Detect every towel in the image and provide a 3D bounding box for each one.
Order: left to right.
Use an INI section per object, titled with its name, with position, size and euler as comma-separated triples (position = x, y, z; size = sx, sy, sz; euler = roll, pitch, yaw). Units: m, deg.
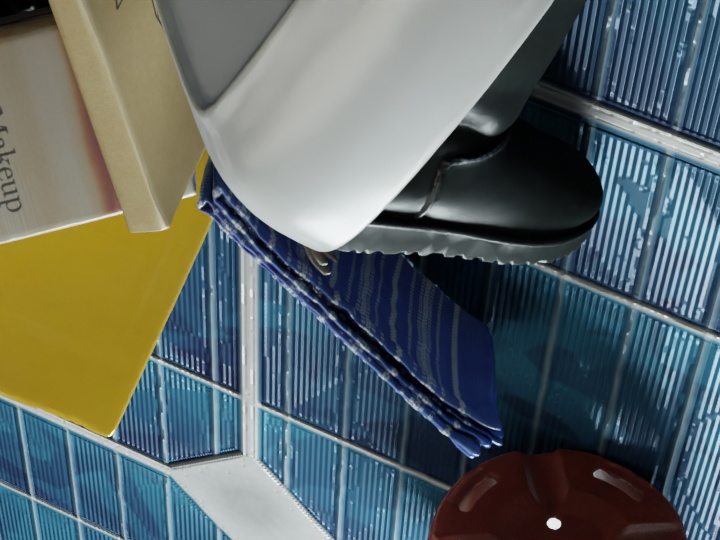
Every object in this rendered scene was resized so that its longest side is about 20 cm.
[towel]
position = 0.000, 0.000, 1.100
size = 0.024, 0.145, 0.200
euler = -42, 105, 18

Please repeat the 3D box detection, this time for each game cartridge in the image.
[game cartridge]
position = -0.187, -0.027, 1.120
size = 0.199, 0.177, 0.032
euler = 23, -168, -14

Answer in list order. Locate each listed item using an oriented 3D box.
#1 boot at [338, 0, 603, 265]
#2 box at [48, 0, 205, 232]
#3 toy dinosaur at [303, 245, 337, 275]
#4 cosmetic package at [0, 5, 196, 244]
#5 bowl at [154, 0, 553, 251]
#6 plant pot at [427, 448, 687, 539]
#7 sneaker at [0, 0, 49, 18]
[boot]
position = 0.064, -0.087, 0.956
size = 0.073, 0.198, 0.163
euler = 49, 126, 37
[box]
position = -0.096, -0.143, 0.945
size = 0.021, 0.164, 0.201
euler = 0, 131, 18
[toy dinosaur]
position = -0.009, -0.107, 1.047
size = 0.182, 0.105, 0.201
euler = 123, 126, -67
[cosmetic package]
position = -0.187, -0.067, 1.045
size = 0.199, 0.087, 0.104
euler = -15, 105, -2
[bowl]
position = -0.017, -0.136, 0.848
size = 0.074, 0.200, 0.200
euler = 15, 131, -35
[plant pot]
position = 0.107, 0.221, 1.236
size = 0.200, 0.201, 0.196
euler = 21, 136, 16
[sneaker]
position = -0.185, -0.188, 1.065
size = 0.078, 0.070, 0.200
euler = 8, 145, 27
